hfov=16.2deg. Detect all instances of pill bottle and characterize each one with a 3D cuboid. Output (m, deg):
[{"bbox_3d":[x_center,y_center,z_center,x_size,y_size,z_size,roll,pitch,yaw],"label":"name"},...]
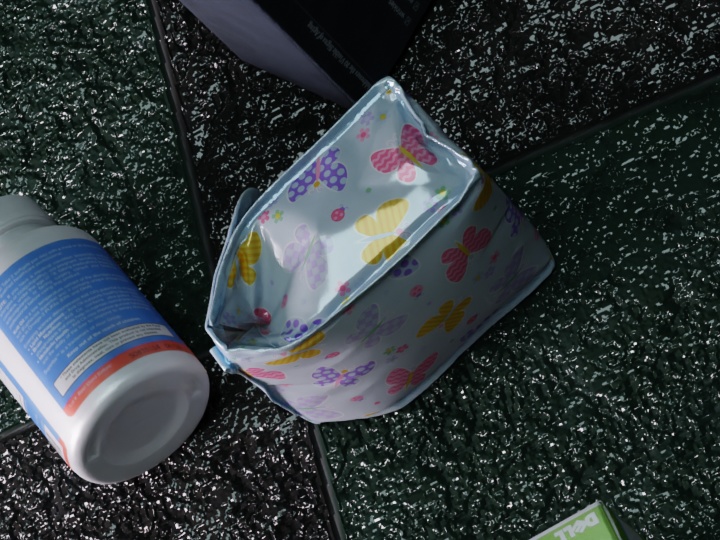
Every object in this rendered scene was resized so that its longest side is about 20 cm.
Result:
[{"bbox_3d":[-0.199,0.040,1.713,0.112,0.112,0.200,-44,60,3],"label":"pill bottle"}]

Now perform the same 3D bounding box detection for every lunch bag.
[{"bbox_3d":[0.000,0.000,1.604,0.200,0.170,0.127,-45,60,3],"label":"lunch bag"}]

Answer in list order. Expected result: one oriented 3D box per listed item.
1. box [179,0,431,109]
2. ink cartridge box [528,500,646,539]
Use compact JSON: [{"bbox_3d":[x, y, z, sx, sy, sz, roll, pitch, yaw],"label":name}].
[{"bbox_3d":[-0.031,-0.245,1.699,0.124,0.200,0.197,24,81,32],"label":"box"},{"bbox_3d":[0.093,0.197,1.465,0.147,0.200,0.076,-30,60,10],"label":"ink cartridge box"}]
